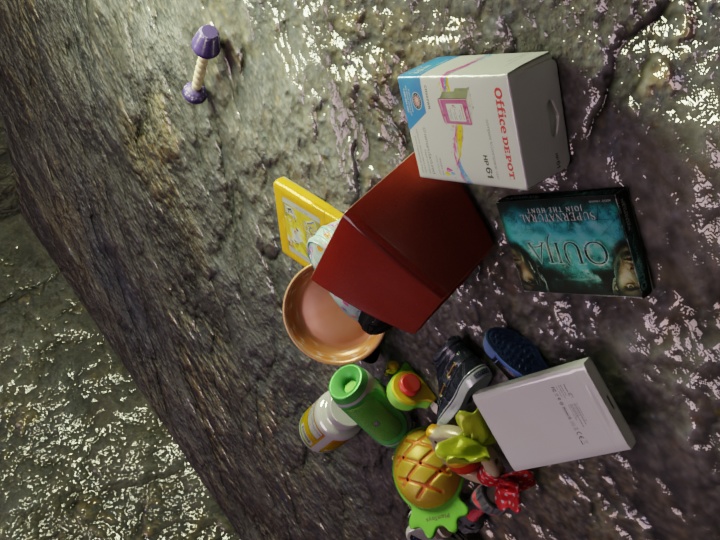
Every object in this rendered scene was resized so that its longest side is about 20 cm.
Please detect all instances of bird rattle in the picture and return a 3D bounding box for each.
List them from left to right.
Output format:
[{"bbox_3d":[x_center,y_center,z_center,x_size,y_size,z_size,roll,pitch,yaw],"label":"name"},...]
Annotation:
[{"bbox_3d":[0.194,0.307,1.355,0.163,0.113,0.200,3,143,50],"label":"bird rattle"}]

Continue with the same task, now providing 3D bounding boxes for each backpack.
[{"bbox_3d":[0.000,0.000,1.391,0.200,0.126,0.167,56,154,15],"label":"backpack"}]

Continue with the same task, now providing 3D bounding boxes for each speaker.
[{"bbox_3d":[0.023,0.260,1.553,0.088,0.089,0.200,22,160,48],"label":"speaker"}]

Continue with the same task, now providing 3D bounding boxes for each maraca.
[{"bbox_3d":[0.129,0.384,1.499,0.107,0.136,0.201,43,-149,-57],"label":"maraca"}]

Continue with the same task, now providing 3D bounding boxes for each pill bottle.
[{"bbox_3d":[-0.056,0.321,1.775,0.111,0.111,0.200,55,150,9],"label":"pill bottle"}]

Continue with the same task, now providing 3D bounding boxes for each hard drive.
[{"bbox_3d":[0.265,0.205,1.143,0.200,0.027,0.132,-27,94,45],"label":"hard drive"}]

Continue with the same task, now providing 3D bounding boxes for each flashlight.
[{"bbox_3d":[0.222,0.433,1.490,0.200,0.067,0.068,105,168,-56],"label":"flashlight"}]

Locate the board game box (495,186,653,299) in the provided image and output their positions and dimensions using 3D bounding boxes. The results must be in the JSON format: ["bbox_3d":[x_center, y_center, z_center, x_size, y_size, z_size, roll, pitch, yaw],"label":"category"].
[{"bbox_3d":[0.268,-0.034,1.040,0.200,0.028,0.136,2,116,57],"label":"board game box"}]

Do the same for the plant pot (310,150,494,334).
[{"bbox_3d":[0.073,-0.029,1.200,0.176,0.200,0.200,43,148,7],"label":"plant pot"}]

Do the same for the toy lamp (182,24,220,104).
[{"bbox_3d":[-0.311,-0.403,1.596,0.058,0.058,0.200,56,150,9],"label":"toy lamp"}]

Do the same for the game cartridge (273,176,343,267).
[{"bbox_3d":[-0.090,-0.066,1.570,0.200,0.032,0.177,35,142,39],"label":"game cartridge"}]

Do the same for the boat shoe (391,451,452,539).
[{"bbox_3d":[0.117,0.428,1.583,0.059,0.072,0.201,-40,56,26],"label":"boat shoe"}]

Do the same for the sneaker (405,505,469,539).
[{"bbox_3d":[0.179,0.517,1.630,0.200,0.112,0.073,36,122,-18],"label":"sneaker"}]

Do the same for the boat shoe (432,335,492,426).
[{"bbox_3d":[0.157,0.192,1.381,0.091,0.071,0.201,55,149,27],"label":"boat shoe"}]

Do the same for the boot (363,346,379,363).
[{"bbox_3d":[-0.038,0.093,1.577,0.144,0.072,0.201,12,140,53],"label":"boot"}]

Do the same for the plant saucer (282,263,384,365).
[{"bbox_3d":[-0.045,0.075,1.516,0.199,0.037,0.202,3,103,12],"label":"plant saucer"}]

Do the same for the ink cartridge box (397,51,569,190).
[{"bbox_3d":[0.152,-0.189,1.028,0.199,0.084,0.145,14,127,51],"label":"ink cartridge box"}]

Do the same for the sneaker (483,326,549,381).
[{"bbox_3d":[0.251,0.170,1.202,0.200,0.070,0.078,43,139,27],"label":"sneaker"}]

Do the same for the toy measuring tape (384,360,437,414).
[{"bbox_3d":[0.106,0.251,1.502,0.200,0.073,0.074,52,150,16],"label":"toy measuring tape"}]
